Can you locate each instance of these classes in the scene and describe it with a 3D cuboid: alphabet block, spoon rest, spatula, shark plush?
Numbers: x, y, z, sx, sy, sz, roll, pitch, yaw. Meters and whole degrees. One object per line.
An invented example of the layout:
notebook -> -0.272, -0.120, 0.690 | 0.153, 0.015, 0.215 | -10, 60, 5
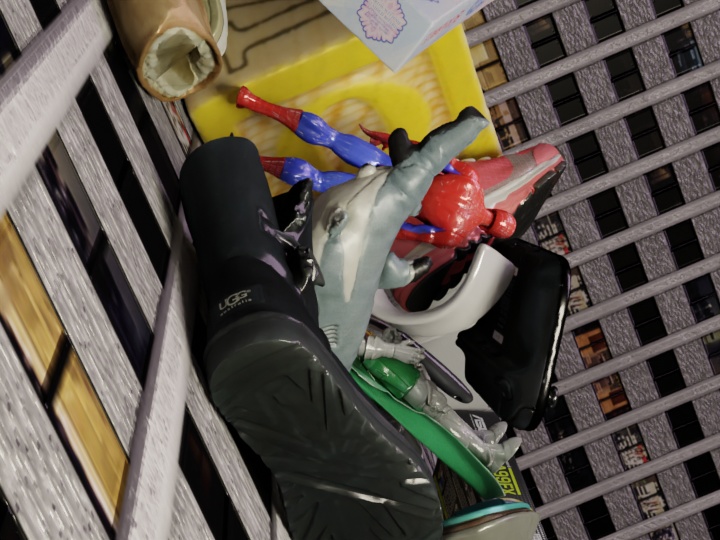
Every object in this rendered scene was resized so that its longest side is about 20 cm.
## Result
alphabet block -> -0.028, -0.163, 1.126 | 0.196, 0.195, 0.201 | 61, 7, -52
spoon rest -> 0.000, 0.000, 0.971 | 0.099, 0.198, 0.061 | 33, 74, -48
spatula -> 0.011, 0.043, 1.128 | 0.199, 0.021, 0.056 | 35, -21, -23
shark plush -> 0.004, -0.015, 0.903 | 0.083, 0.201, 0.091 | 32, 5, -21

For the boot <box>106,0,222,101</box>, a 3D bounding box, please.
boot -> -0.135, -0.213, 0.836 | 0.175, 0.065, 0.202 | 54, 16, -76

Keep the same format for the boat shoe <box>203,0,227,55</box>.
boat shoe -> -0.130, -0.218, 0.957 | 0.068, 0.074, 0.202 | 68, 9, -81

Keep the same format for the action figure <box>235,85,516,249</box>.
action figure -> 0.008, -0.061, 0.996 | 0.052, 0.198, 0.066 | 137, -27, -82

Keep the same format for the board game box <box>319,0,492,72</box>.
board game box -> -0.005, -0.227, 0.945 | 0.199, 0.041, 0.200 | 44, 31, 1

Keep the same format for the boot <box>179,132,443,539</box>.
boot -> -0.026, 0.043, 0.794 | 0.201, 0.076, 0.169 | 58, 13, -39

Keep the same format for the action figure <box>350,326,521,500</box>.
action figure -> 0.013, 0.063, 0.993 | 0.199, 0.055, 0.118 | 37, 0, -12

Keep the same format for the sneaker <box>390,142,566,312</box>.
sneaker -> 0.070, -0.054, 1.076 | 0.087, 0.200, 0.074 | 43, -42, 14

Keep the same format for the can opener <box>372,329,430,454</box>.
can opener -> 0.029, 0.091, 1.145 | 0.200, 0.053, 0.067 | 63, 5, -70

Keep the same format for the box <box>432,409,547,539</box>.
box -> 0.093, 0.232, 1.202 | 0.201, 0.044, 0.162 | -108, -156, -58

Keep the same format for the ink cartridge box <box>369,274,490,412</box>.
ink cartridge box -> 0.052, 0.009, 1.267 | 0.146, 0.143, 0.201 | 65, 4, -53

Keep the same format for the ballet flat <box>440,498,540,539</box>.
ballet flat -> 0.082, 0.175, 0.940 | 0.200, 0.067, 0.064 | 54, 21, -81

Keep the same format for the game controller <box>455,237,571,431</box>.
game controller -> 0.098, 0.035, 0.974 | 0.200, 0.042, 0.105 | -132, -118, -82
